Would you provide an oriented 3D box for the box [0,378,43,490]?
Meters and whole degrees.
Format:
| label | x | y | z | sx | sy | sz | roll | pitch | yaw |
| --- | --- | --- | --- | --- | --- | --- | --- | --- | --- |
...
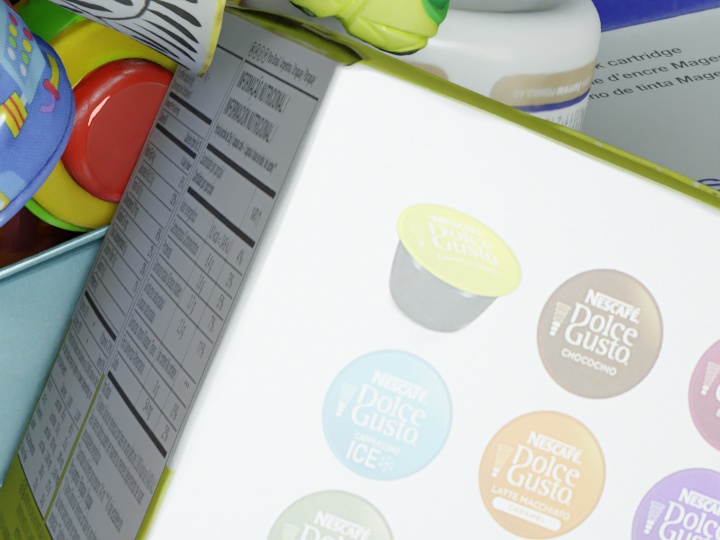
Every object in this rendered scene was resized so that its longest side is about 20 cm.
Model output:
| label | x | y | z | sx | sy | sz | roll | pitch | yaw |
| --- | --- | --- | --- | --- | --- | --- | --- | --- | --- |
| box | -0.125 | 0.131 | 0.870 | 0.137 | 0.039 | 0.200 | 39 | 77 | -3 |

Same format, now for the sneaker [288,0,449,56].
| label | x | y | z | sx | sy | sz | roll | pitch | yaw |
| --- | --- | --- | --- | --- | --- | --- | --- | --- | --- |
| sneaker | 0.021 | -0.135 | 0.844 | 0.074 | 0.200 | 0.084 | 29 | 120 | -18 |

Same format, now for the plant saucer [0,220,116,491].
| label | x | y | z | sx | sy | sz | roll | pitch | yaw |
| --- | --- | --- | --- | --- | --- | --- | --- | --- | --- |
| plant saucer | -0.107 | 0.036 | 0.848 | 0.200 | 0.019 | 0.070 | -23 | 105 | -11 |

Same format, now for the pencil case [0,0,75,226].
| label | x | y | z | sx | sy | sz | roll | pitch | yaw |
| --- | --- | --- | --- | --- | --- | --- | --- | --- | --- |
| pencil case | -0.157 | -0.082 | 0.745 | 0.087 | 0.078 | 0.200 | -46 | 129 | -5 |

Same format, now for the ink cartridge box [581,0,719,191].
| label | x | y | z | sx | sy | sz | roll | pitch | yaw |
| --- | --- | --- | --- | --- | --- | --- | --- | --- | --- |
| ink cartridge box | 0.133 | -0.082 | 0.973 | 0.200 | 0.196 | 0.043 | 29 | 59 | -49 |

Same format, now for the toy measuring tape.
| label | x | y | z | sx | sy | sz | roll | pitch | yaw |
| --- | --- | --- | --- | --- | --- | --- | --- | --- | --- |
| toy measuring tape | -0.106 | -0.022 | 0.856 | 0.200 | 0.074 | 0.074 | -42 | 134 | -11 |

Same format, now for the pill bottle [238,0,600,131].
| label | x | y | z | sx | sy | sz | roll | pitch | yaw |
| --- | --- | --- | --- | --- | --- | --- | --- | --- | --- |
| pill bottle | 0.000 | 0.000 | 0.931 | 0.116 | 0.116 | 0.200 | -7 | 117 | -43 |

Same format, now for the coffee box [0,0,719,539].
| label | x | y | z | sx | sy | sz | roll | pitch | yaw |
| --- | --- | --- | --- | --- | --- | --- | --- | --- | --- |
| coffee box | 0.028 | 0.060 | 0.769 | 0.199 | 0.200 | 0.198 | 22 | 94 | -14 |

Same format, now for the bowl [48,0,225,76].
| label | x | y | z | sx | sy | sz | roll | pitch | yaw |
| --- | --- | --- | --- | --- | --- | --- | --- | --- | --- |
| bowl | -0.079 | -0.152 | 0.761 | 0.094 | 0.201 | 0.201 | 2 | 112 | -8 |
